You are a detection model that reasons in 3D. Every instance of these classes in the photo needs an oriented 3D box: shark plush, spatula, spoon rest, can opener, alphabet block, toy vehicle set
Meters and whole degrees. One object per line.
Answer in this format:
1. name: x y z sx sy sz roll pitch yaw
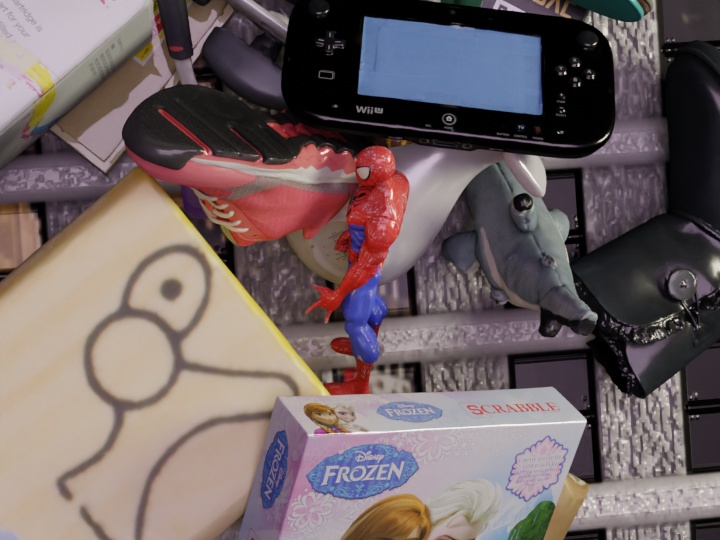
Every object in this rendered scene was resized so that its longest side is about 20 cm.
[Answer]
1. shark plush: 0.097 -0.017 0.983 0.090 0.201 0.084 -7 123 3
2. spatula: -0.108 -0.124 0.983 0.056 0.021 0.202 5 124 26
3. spoon rest: 0.033 -0.045 0.988 0.100 0.199 0.061 50 40 -24
4. can opener: -0.113 -0.178 0.985 0.199 0.053 0.067 34 86 -5
5. alphabet block: -0.148 0.077 0.936 0.199 0.196 0.196 -39 96 -6
6. toy vehicle set: -0.156 -0.180 1.020 0.124 0.027 0.201 39 85 -6

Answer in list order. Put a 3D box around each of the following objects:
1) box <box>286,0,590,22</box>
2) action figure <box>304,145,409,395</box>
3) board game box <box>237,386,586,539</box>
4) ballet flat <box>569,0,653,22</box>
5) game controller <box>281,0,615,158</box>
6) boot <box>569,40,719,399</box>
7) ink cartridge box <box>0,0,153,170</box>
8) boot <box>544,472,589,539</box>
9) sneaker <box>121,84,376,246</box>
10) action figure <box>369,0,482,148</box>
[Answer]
1. box: 0.064 -0.216 1.037 0.198 0.050 0.159 26 87 -6
2. action figure: 0.000 0.000 0.954 0.051 0.201 0.066 16 46 4
3. board game box: 0.019 0.166 0.902 0.198 0.041 0.202 0 117 -33
4. ballet flat: 0.106 -0.227 0.985 0.198 0.067 0.064 23 80 -6
5. game controller: 0.053 -0.116 0.911 0.197 0.042 0.105 6 46 -2
6. boot: 0.207 -0.033 1.043 0.167 0.076 0.202 -27 99 -11
7. ink cartridge box: -0.240 -0.142 0.921 0.200 0.145 0.146 -41 94 -5
8. boot: 0.105 0.230 1.036 0.174 0.066 0.202 27 85 -7
9. sneaker: -0.065 -0.049 0.893 0.074 0.199 0.087 42 114 29
10. action figure: 0.025 -0.111 1.000 0.117 0.055 0.202 3 120 2
